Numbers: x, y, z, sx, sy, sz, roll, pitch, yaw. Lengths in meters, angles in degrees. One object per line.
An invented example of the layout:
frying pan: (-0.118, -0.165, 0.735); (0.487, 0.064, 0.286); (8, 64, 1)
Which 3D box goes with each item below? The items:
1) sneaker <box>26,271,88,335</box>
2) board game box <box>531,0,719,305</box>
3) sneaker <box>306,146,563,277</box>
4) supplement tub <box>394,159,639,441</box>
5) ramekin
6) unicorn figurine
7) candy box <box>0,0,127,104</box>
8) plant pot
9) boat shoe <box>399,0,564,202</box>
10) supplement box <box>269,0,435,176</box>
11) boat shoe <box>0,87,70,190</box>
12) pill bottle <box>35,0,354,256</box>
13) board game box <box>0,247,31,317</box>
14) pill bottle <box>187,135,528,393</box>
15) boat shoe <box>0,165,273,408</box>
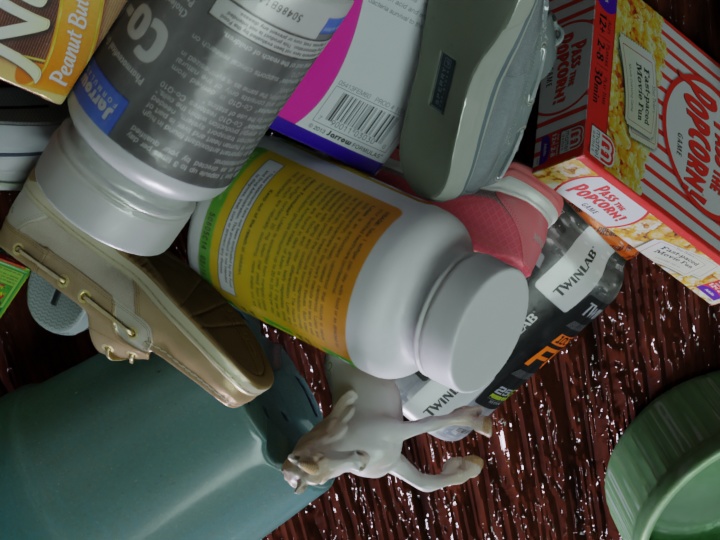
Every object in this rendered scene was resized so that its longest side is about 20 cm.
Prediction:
sneaker: (-0.152, -0.052, 1.439); (0.200, 0.073, 0.071); (-61, 163, 12)
board game box: (0.198, -0.088, 1.494); (0.046, 0.152, 0.200); (-19, 142, 39)
sneaker: (0.028, -0.032, 1.455); (0.199, 0.087, 0.074); (6, 153, 22)
supplement tub: (0.095, 0.012, 1.544); (0.200, 0.123, 0.122); (-44, 129, 13)
ramekin: (0.290, 0.173, 1.759); (0.199, 0.098, 0.201); (-11, 128, -14)
unicorn figurine: (0.013, 0.089, 1.419); (0.137, 0.200, 0.074); (1, 124, -10)
candy box: (-0.172, -0.203, 1.257); (0.115, 0.055, 0.200); (23, 115, -33)
plant pot: (-0.135, 0.126, 1.468); (0.196, 0.201, 0.200); (-33, 131, 14)
boat shoe: (0.081, -0.134, 1.343); (0.071, 0.070, 0.201); (-11, 131, -38)
supplement box: (0.014, -0.178, 1.382); (0.101, 0.103, 0.200); (23, 115, -34)
boat shoe: (-0.271, -0.073, 1.363); (0.199, 0.074, 0.067); (2, 121, -24)
pill bottle: (-0.102, -0.114, 1.313); (0.114, 0.114, 0.200); (22, 114, -33)
board game box: (-0.319, -0.003, 1.400); (0.200, 0.048, 0.102); (24, 109, -38)
pill bottle: (0.000, 0.000, 1.381); (0.111, 0.200, 0.111); (-37, 140, -39)
boat shoe: (-0.141, 0.021, 1.373); (0.069, 0.200, 0.074); (-51, 168, 15)
